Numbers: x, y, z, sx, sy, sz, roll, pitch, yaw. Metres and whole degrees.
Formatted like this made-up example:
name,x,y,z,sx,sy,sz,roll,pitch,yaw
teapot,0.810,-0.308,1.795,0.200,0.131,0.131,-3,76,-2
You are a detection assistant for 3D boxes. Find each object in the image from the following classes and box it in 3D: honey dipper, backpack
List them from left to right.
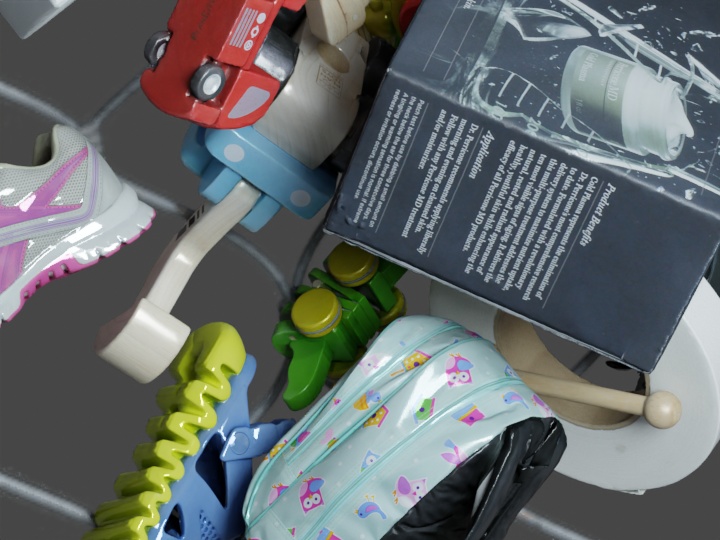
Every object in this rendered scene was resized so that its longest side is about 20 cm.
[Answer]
name,x,y,z,sx,sy,sz,roll,pitch,yaw
backpack,0.020,0.127,1.459,0.127,0.167,0.200,45,101,16
honey dipper,0.099,0.065,1.508,0.038,0.199,0.038,-23,118,-53

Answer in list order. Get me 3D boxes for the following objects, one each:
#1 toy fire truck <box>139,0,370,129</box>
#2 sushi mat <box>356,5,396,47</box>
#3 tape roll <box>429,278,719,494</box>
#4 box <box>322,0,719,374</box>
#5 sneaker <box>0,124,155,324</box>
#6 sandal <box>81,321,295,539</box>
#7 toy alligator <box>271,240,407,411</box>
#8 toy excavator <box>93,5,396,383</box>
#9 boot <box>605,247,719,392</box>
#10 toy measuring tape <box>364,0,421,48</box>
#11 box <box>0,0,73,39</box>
name,x,y,z,sx,sy,sz,roll,pitch,yaw
toy fire truck,-0.027,-0.165,1.390,0.141,0.049,0.201,12,108,-53
sushi mat,-0.008,-0.211,1.570,0.095,0.012,0.201,-17,94,-24
tape roll,0.134,0.044,1.515,0.203,0.202,0.037,52,51,-12
box,0.110,-0.079,1.390,0.196,0.124,0.200,25,40,0
sneaker,-0.218,-0.014,1.439,0.200,0.081,0.089,-35,98,-29
sandal,-0.099,0.134,1.479,0.087,0.079,0.201,34,76,-21
toy alligator,0.000,0.000,1.541,0.200,0.054,0.059,-54,140,-20
toy excavator,-0.073,-0.048,1.493,0.100,0.200,0.195,33,33,-17
boot,0.246,0.013,1.608,0.162,0.073,0.199,37,78,-40
toy measuring tape,0.086,-0.160,1.505,0.073,0.199,0.074,-3,94,-58
box,-0.149,-0.248,1.462,0.200,0.097,0.125,-40,97,-20
